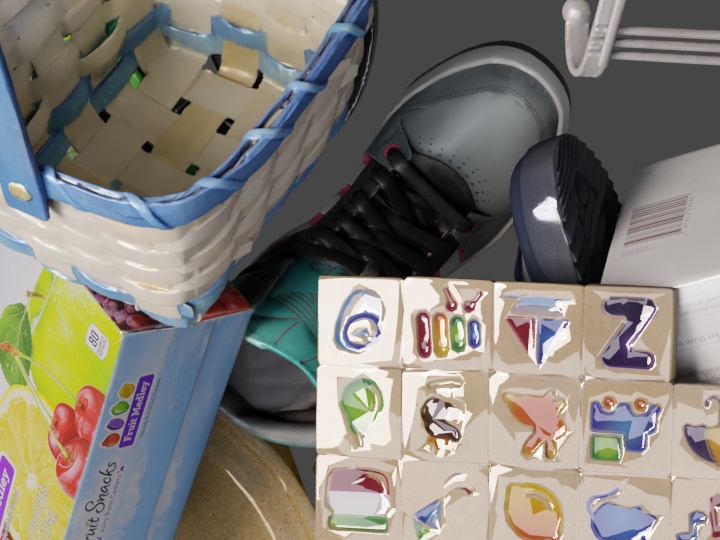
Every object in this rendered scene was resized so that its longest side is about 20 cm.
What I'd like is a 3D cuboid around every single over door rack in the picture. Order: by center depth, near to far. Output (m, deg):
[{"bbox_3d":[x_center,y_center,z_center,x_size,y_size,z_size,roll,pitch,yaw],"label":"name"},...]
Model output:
[{"bbox_3d":[0.160,-0.142,0.744,0.147,0.067,0.200,1,143,-11],"label":"over door rack"}]

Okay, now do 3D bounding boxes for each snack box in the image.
[{"bbox_3d":[-0.142,0.022,0.912,0.200,0.067,0.169,47,132,35],"label":"snack box"}]

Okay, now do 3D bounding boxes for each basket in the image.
[{"bbox_3d":[-0.075,-0.089,0.756,0.139,0.177,0.200,26,146,15],"label":"basket"}]

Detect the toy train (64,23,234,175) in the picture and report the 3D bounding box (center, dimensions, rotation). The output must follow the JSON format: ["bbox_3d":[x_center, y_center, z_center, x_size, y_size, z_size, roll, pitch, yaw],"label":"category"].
[{"bbox_3d":[-0.100,-0.099,0.896,0.200,0.042,0.056,56,156,-16],"label":"toy train"}]

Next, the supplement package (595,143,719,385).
[{"bbox_3d":[0.182,0.056,0.864,0.109,0.114,0.201,-15,114,23],"label":"supplement package"}]

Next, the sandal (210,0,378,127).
[{"bbox_3d":[-0.031,-0.137,0.856,0.075,0.045,0.201,10,122,11],"label":"sandal"}]

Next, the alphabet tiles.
[{"bbox_3d":[0.079,0.088,0.803,0.199,0.008,0.168,2,95,16],"label":"alphabet tiles"}]

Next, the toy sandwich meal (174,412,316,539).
[{"bbox_3d":[-0.085,0.127,1.022,0.204,0.070,0.206,10,117,21],"label":"toy sandwich meal"}]

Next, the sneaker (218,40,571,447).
[{"bbox_3d":[0.000,0.000,0.883,0.084,0.121,0.200,39,122,-8],"label":"sneaker"}]

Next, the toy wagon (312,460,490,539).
[{"bbox_3d":[0.041,0.126,0.918,0.156,0.039,0.200,60,164,11],"label":"toy wagon"}]

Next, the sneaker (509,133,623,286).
[{"bbox_3d":[0.076,0.033,0.896,0.082,0.070,0.201,-2,129,23],"label":"sneaker"}]
